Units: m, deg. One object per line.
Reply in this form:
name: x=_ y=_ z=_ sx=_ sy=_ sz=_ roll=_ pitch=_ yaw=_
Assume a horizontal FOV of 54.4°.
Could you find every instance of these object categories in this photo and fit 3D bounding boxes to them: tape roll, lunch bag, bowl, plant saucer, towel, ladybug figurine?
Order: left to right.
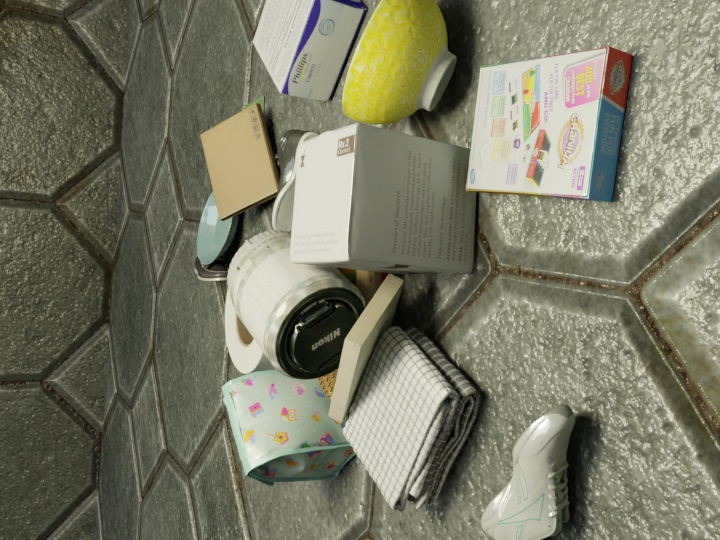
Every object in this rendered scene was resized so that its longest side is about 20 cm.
plant saucer: x=-0.330 y=-0.109 z=1.662 sx=0.200 sy=0.038 sz=0.205 roll=-28 pitch=55 yaw=48
tape roll: x=-0.148 y=0.082 z=1.272 sx=0.201 sy=0.137 sz=0.208 roll=-6 pitch=83 yaw=59
lunch bag: x=-0.124 y=0.256 z=1.162 sx=0.123 sy=0.197 sz=0.172 roll=-57 pitch=44 yaw=38
ladybug figurine: x=0.000 y=0.000 z=1.097 sx=0.135 sy=0.071 sz=0.205 roll=5 pitch=93 yaw=57
bowl: x=0.067 y=-0.278 z=0.956 sx=0.106 sy=0.200 sz=0.202 roll=29 pitch=121 yaw=8
towel: x=0.070 y=0.201 z=0.962 sx=0.166 sy=0.084 sz=0.203 roll=45 pitch=124 yaw=48

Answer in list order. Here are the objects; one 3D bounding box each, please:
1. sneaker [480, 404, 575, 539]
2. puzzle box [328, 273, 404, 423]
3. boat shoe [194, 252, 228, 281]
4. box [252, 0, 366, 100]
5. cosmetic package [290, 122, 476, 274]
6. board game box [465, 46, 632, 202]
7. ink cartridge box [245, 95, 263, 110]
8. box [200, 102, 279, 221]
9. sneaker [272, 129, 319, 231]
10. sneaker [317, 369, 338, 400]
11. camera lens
sneaker: x=0.201 y=0.236 z=0.767 sx=0.080 sy=0.069 sz=0.204 roll=41 pitch=128 yaw=41
puzzle box: x=0.005 y=0.114 z=0.994 sx=0.025 sy=0.134 sz=0.202 roll=26 pitch=139 yaw=11
boat shoe: x=-0.360 y=-0.014 z=1.693 sx=0.199 sy=0.071 sz=0.064 roll=20 pitch=108 yaw=62
box: x=-0.098 y=-0.441 z=1.265 sx=0.186 sy=0.103 sz=0.202 roll=-62 pitch=39 yaw=34
cosmetic package: x=0.030 y=-0.085 z=0.934 sx=0.164 sy=0.197 sz=0.169 roll=-2 pitch=84 yaw=58
board game box: x=0.206 y=-0.162 z=0.803 sx=0.199 sy=0.040 sz=0.157 roll=16 pitch=102 yaw=58
ink cartridge box: x=-0.263 y=-0.284 z=1.564 sx=0.103 sy=0.058 sz=0.205 roll=-5 pitch=83 yaw=58
box: x=-0.256 y=-0.229 z=1.487 sx=0.161 sy=0.021 sz=0.204 roll=-21 pitch=77 yaw=25
sneaker: x=-0.131 y=-0.175 z=1.337 sx=0.099 sy=0.070 sz=0.203 roll=42 pitch=117 yaw=54
sneaker: x=-0.036 y=0.119 z=1.147 sx=0.074 sy=0.089 sz=0.203 roll=-31 pitch=68 yaw=28
camera lens: x=-0.095 y=0.048 z=1.031 sx=0.200 sy=0.157 sz=0.163 roll=42 pitch=123 yaw=47
